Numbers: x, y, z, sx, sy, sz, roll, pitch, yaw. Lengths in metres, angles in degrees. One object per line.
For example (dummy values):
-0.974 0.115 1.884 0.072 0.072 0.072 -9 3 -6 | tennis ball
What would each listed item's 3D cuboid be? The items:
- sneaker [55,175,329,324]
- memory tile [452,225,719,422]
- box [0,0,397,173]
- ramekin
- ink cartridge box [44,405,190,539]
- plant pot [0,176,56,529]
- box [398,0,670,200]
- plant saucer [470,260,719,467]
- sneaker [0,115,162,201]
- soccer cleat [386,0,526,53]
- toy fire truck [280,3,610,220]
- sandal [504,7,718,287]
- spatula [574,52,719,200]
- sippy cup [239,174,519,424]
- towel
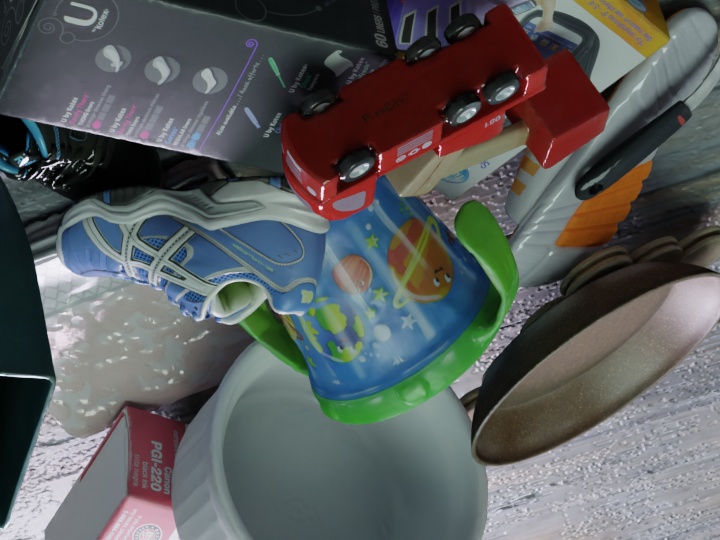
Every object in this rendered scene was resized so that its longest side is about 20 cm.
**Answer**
-0.103 -0.008 1.399 0.199 0.078 0.075 -5 172 40 | sneaker
0.148 0.039 1.602 0.153 0.017 0.200 -12 151 -42 | memory tile
-0.095 -0.142 1.313 0.198 0.123 0.106 10 135 -25 | box
-0.025 0.141 1.563 0.199 0.202 0.098 12 152 -25 | ramekin
-0.099 0.192 1.655 0.199 0.085 0.146 17 130 -23 | ink cartridge box
-0.263 0.024 1.403 0.140 0.201 0.142 6 137 -18 | plant pot
0.071 -0.119 1.441 0.200 0.042 0.119 -38 133 24 | box
0.146 0.053 1.551 0.199 0.037 0.201 -29 158 -13 | plant saucer
-0.188 -0.075 1.399 0.073 0.082 0.200 -35 136 21 | sneaker
0.063 -0.168 1.320 0.073 0.069 0.199 8 166 -42 | soccer cleat
0.047 -0.078 1.326 0.199 0.049 0.141 -29 160 -13 | toy fire truck
0.145 -0.082 1.494 0.079 0.059 0.207 15 114 -50 | sandal
0.203 -0.112 1.453 0.200 0.021 0.057 -44 143 0 | spatula
0.000 0.000 1.460 0.177 0.140 0.131 -33 114 7 | sippy cup
-0.140 0.023 1.560 0.199 0.032 0.191 -21 138 12 | towel
